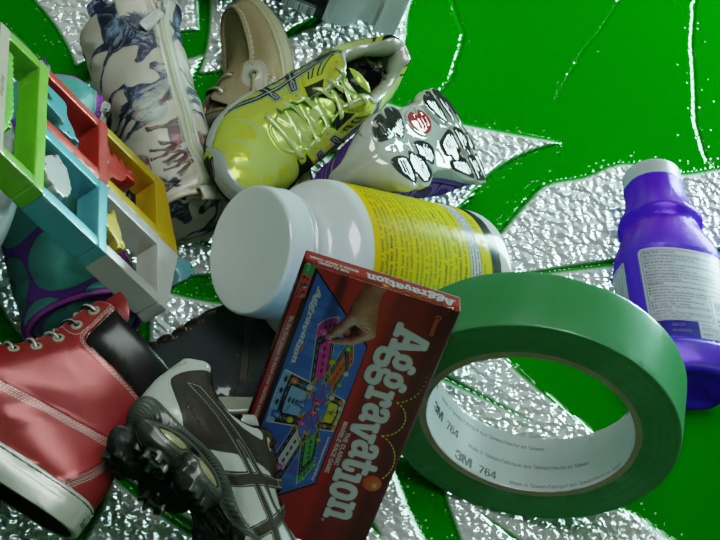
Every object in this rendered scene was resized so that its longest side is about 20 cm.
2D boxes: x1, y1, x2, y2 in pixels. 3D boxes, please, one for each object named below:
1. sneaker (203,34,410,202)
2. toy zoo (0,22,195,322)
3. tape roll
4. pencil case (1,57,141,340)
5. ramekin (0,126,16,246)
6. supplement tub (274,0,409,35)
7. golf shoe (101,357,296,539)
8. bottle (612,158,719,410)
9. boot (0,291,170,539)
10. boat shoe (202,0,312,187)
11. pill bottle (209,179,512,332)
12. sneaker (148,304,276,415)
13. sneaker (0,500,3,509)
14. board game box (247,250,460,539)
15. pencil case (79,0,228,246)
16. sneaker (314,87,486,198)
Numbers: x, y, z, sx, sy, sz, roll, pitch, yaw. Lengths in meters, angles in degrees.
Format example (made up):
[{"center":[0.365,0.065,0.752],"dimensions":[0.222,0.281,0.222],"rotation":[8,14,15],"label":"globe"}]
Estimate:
[{"center":[-0.038,-0.114,1.461],"dimensions":[0.076,0.076,0.200],"rotation":[49,47,-7],"label":"sneaker"},{"center":[-0.175,-0.053,1.334],"dimensions":[0.200,0.020,0.132],"rotation":[46,23,-36],"label":"toy zoo"},{"center":[0.114,0.085,1.366],"dimensions":[0.199,0.201,0.048],"rotation":[19,48,-6],"label":"tape roll"},{"center":[-0.202,-0.042,1.419],"dimensions":[0.092,0.085,0.201],"rotation":[-18,58,4],"label":"pencil case"},{"center":[-0.301,-0.046,1.321],"dimensions":[0.094,0.201,0.204],"rotation":[35,39,-39],"label":"ramekin"},{"center":[-0.044,-0.278,1.627],"dimensions":[0.198,0.141,0.141],"rotation":[21,49,-4],"label":"supplement tub"},{"center":[-0.070,0.140,1.278],"dimensions":[0.201,0.077,0.095],"rotation":[58,45,-31],"label":"golf shoe"},{"center":[0.232,0.007,1.561],"dimensions":[0.083,0.065,0.201],"rotation":[8,51,-16],"label":"bottle"},{"center":[-0.220,0.052,1.270],"dimensions":[0.199,0.072,0.145],"rotation":[32,69,-2],"label":"boot"},{"center":[-0.085,-0.119,1.536],"dimensions":[0.064,0.072,0.202],"rotation":[1,59,-22],"label":"boat shoe"},{"center":[0.000,0.000,1.408],"dimensions":[0.199,0.112,0.113],"rotation":[11,47,-42],"label":"pill bottle"},{"center":[-0.135,0.073,1.377],"dimensions":[0.198,0.075,0.107],"rotation":[6,41,-19],"label":"sneaker"},{"center":[-0.209,0.208,1.234],"dimensions":[0.075,0.071,0.201],"rotation":[-15,61,-31],"label":"sneaker"},{"center":[-0.017,0.088,1.318],"dimensions":[0.102,0.201,0.020],"rotation":[16,29,-8],"label":"board game box"},{"center":[-0.144,-0.110,1.492],"dimensions":[0.077,0.090,0.201],"rotation":[-4,56,-26],"label":"pencil case"},{"center":[0.026,-0.082,1.524],"dimensions":[0.200,0.083,0.081],"rotation":[-10,73,-62],"label":"sneaker"}]
